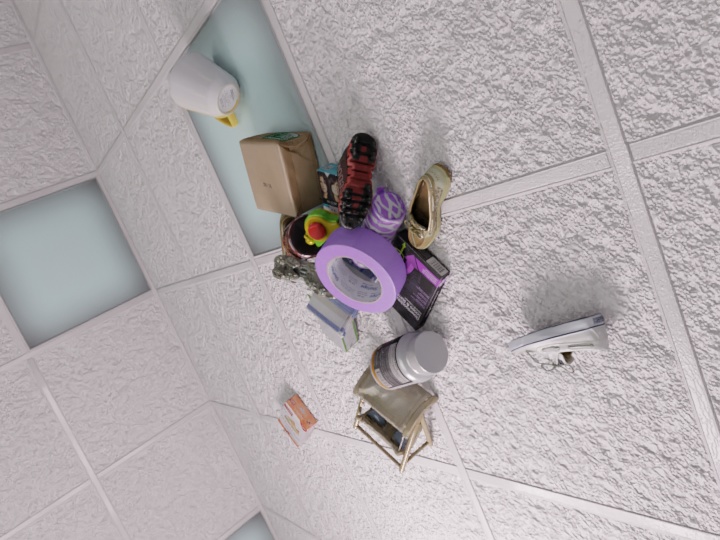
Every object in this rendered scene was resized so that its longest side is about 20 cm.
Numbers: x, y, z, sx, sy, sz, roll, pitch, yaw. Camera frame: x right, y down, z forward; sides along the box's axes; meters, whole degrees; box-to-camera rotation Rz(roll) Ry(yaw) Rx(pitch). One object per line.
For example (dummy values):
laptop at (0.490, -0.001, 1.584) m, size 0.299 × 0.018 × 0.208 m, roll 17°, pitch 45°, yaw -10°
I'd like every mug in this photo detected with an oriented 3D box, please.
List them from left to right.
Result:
mug at (-0.390, -0.478, 1.501) m, size 0.152 × 0.186 × 0.152 m, roll 29°, pitch 104°, yaw 25°

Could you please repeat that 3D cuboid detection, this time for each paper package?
paper package at (-0.198, -0.246, 1.412) m, size 0.198 × 0.103 × 0.194 m, roll 17°, pitch 128°, yaw 48°

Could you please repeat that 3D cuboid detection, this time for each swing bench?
swing bench at (0.085, 0.372, 1.469) m, size 0.198 × 0.129 × 0.203 m, roll 32°, pitch 137°, yaw 37°

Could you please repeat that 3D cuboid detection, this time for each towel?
towel at (-0.041, 0.045, 1.378) m, size 0.146 × 0.024 × 0.202 m, roll 31°, pitch 93°, yaw 35°

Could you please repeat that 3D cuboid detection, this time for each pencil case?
pencil case at (0.035, -0.087, 1.241) m, size 0.087 × 0.082 × 0.201 m, roll 69°, pitch 151°, yaw 26°

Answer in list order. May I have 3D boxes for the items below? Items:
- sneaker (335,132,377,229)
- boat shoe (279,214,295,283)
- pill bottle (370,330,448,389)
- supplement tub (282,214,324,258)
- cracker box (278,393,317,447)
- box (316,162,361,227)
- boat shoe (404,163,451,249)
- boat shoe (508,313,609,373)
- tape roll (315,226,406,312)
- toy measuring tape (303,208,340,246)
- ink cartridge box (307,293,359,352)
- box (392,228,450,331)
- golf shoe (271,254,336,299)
sneaker at (-0.015, -0.182, 1.185) m, size 0.098 × 0.069 × 0.205 m, roll 166°, pitch 113°, yaw -68°
boat shoe at (-0.195, -0.066, 1.589) m, size 0.076 × 0.070 × 0.204 m, roll 40°, pitch 137°, yaw 51°
pill bottle at (0.113, 0.211, 1.321) m, size 0.118 × 0.115 × 0.199 m, roll 58°, pitch 146°, yaw 2°
supplement tub at (-0.145, -0.081, 1.431) m, size 0.108 × 0.106 × 0.200 m, roll 63°, pitch 169°, yaw -5°
cracker box at (-0.242, 0.573, 2.131) m, size 0.134 × 0.057 × 0.201 m, roll 48°, pitch 145°, yaw 18°
box at (-0.045, -0.145, 1.328) m, size 0.082 × 0.049 × 0.204 m, roll 22°, pitch 131°, yaw 44°
boat shoe at (0.122, -0.118, 1.109) m, size 0.073 × 0.062 × 0.202 m, roll 39°, pitch 142°, yaw 28°
boat shoe at (0.348, 0.140, 0.982) m, size 0.201 × 0.074 × 0.088 m, roll -29°, pitch 74°, yaw 51°
tape roll at (0.000, 0.000, 1.235) m, size 0.197 × 0.066 × 0.202 m, roll 20°, pitch 141°, yaw 17°
toy measuring tape at (-0.071, -0.125, 1.268) m, size 0.200 × 0.073 × 0.074 m, roll -41°, pitch 81°, yaw 37°
ink cartridge box at (-0.070, 0.126, 1.508) m, size 0.103 × 0.059 × 0.202 m, roll 37°, pitch 157°, yaw 31°
box at (0.113, 0.025, 1.255) m, size 0.143 × 0.036 × 0.202 m, roll 45°, pitch 145°, yaw 23°
golf shoe at (-0.116, 0.010, 1.379) m, size 0.197 × 0.097 × 0.080 m, roll 22°, pitch 95°, yaw 8°
